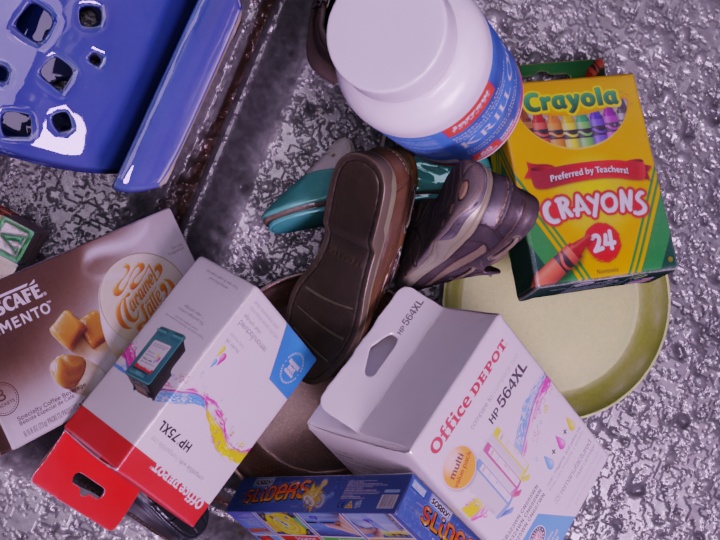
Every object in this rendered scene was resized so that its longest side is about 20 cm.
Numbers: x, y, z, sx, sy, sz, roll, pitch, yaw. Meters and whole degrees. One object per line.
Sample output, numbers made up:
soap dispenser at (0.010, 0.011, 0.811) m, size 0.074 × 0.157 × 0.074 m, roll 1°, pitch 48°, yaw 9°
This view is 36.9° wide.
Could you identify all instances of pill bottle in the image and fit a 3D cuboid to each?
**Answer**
pill bottle at (0.047, -0.144, 0.774) m, size 0.111 × 0.200 × 0.114 m, roll -1°, pitch 86°, yaw 19°

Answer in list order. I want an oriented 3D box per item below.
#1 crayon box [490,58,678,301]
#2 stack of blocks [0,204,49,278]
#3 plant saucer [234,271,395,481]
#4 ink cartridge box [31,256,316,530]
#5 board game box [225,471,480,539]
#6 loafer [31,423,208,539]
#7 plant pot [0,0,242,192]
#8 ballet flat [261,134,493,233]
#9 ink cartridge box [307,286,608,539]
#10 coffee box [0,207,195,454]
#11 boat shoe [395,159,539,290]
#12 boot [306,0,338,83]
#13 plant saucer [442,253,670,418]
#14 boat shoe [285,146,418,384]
crayon box at (0.173, -0.085, 0.885) m, size 0.126 × 0.051 × 0.202 m, roll -8°, pitch 78°, yaw -14°
stack of blocks at (-0.327, 0.044, 0.871) m, size 0.114 × 0.059 × 0.201 m, roll 27°, pitch 89°, yaw -6°
plant saucer at (-0.031, 0.100, 0.911) m, size 0.198 × 0.037 × 0.203 m, roll 0°, pitch 92°, yaw -6°
ink cartridge box at (-0.133, 0.106, 0.797) m, size 0.067 × 0.116 × 0.201 m, roll 26°, pitch 73°, yaw 35°
board game box at (0.004, 0.209, 0.826) m, size 0.135 × 0.199 × 0.035 m, roll 48°, pitch 53°, yaw -26°
loafer at (-0.208, 0.152, 0.888) m, size 0.200 × 0.073 × 0.072 m, roll 47°, pitch 120°, yaw 0°
plant pot at (-0.200, -0.163, 0.812) m, size 0.178 × 0.200 × 0.202 m, roll 24°, pitch 90°, yaw -12°
ballet flat at (0.012, -0.079, 0.898) m, size 0.198 × 0.067 × 0.071 m, roll -9°, pitch 81°, yaw -9°
ink cartridge box at (0.070, 0.123, 0.825) m, size 0.200 × 0.125 × 0.129 m, roll 49°, pitch 64°, yaw -29°
coffee box at (-0.215, 0.045, 0.821) m, size 0.199 × 0.079 × 0.115 m, roll -27°, pitch 94°, yaw -40°
boat shoe at (0.079, -0.019, 0.831) m, size 0.073 × 0.200 × 0.075 m, roll 19°, pitch 75°, yaw -8°
boot at (-0.001, -0.245, 0.845) m, size 0.069 × 0.146 × 0.202 m, roll 7°, pitch 91°, yaw -3°
plant saucer at (0.166, 0.027, 0.928) m, size 0.198 × 0.031 × 0.202 m, roll 0°, pitch 91°, yaw -6°
boat shoe at (0.000, 0.000, 0.847) m, size 0.072 × 0.068 × 0.201 m, roll 35°, pitch 119°, yaw 26°
